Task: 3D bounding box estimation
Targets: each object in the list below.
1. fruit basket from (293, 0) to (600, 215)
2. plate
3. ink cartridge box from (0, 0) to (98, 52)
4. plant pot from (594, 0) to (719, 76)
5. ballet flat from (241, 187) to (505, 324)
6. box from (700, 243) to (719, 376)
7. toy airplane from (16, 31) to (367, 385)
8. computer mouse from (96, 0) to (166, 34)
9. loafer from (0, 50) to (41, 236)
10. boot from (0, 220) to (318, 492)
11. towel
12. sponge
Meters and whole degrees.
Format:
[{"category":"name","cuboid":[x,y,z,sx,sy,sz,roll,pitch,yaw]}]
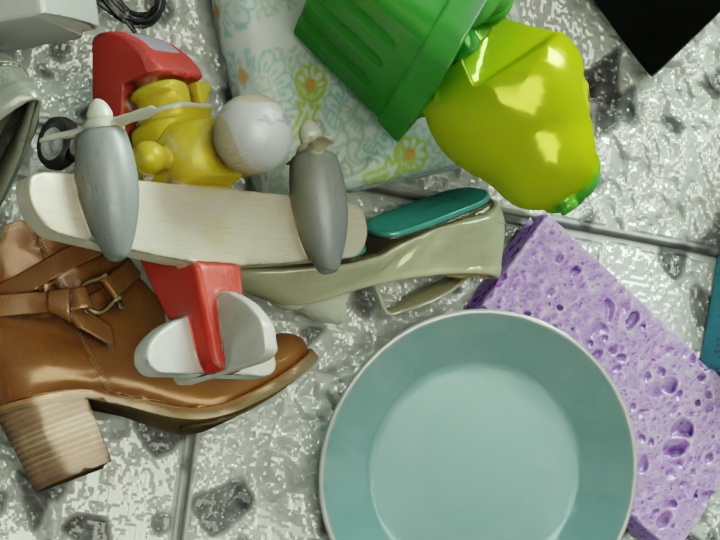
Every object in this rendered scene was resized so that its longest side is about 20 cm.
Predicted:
[{"category":"fruit basket","cuboid":[0.071,-0.135,1.581,0.215,0.215,0.156,33,76,-15]},{"category":"plate","cuboid":[0.071,0.122,1.683,0.199,0.026,0.202,-1,96,-10]},{"category":"ink cartridge box","cuboid":[-0.237,-0.224,1.551,0.144,0.083,0.202,-8,87,15]},{"category":"plant pot","cuboid":[0.207,-0.273,1.709,0.177,0.200,0.200,43,72,-1]},{"category":"ballet flat","cuboid":[0.000,0.000,1.668,0.199,0.069,0.070,-12,89,-23]},{"category":"box","cuboid":[0.280,-0.024,1.781,0.082,0.049,0.202,14,80,-19]},{"category":"toy airplane","cuboid":[-0.086,-0.036,1.529,0.199,0.141,0.200,40,33,-13]},{"category":"computer mouse","cuboid":[-0.125,-0.111,1.642,0.058,0.034,0.201,-18,92,-1]},{"category":"loafer","cuboid":[-0.236,-0.028,1.538,0.070,0.070,0.201,4,116,-50]},{"category":"boot","cuboid":[-0.131,0.025,1.609,0.199,0.074,0.156,-19,86,-27]},{"category":"towel","cuboid":[0.011,-0.139,1.690,0.199,0.048,0.172,-13,89,-21]},{"category":"sponge","cuboid":[0.151,0.072,1.733,0.200,0.030,0.112,42,72,-13]}]
